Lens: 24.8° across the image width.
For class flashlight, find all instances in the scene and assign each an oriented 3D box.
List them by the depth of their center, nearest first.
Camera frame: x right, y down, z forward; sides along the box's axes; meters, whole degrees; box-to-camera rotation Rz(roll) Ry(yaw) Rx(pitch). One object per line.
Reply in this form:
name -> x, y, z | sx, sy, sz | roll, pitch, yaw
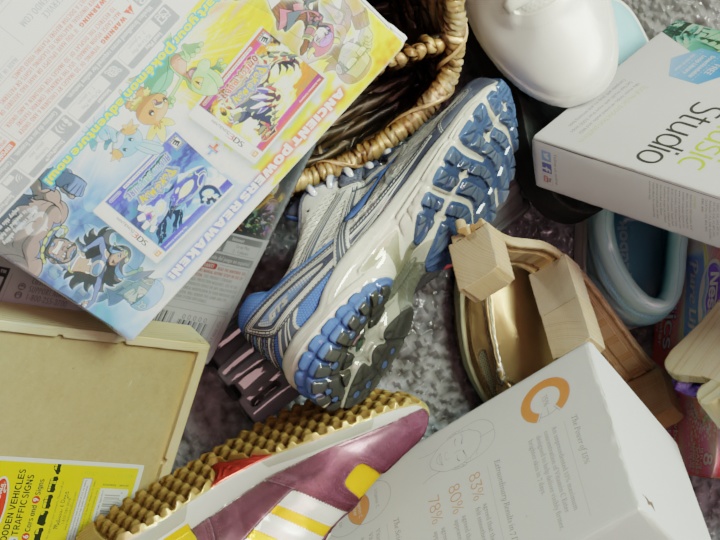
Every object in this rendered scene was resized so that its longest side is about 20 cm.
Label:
flashlight -> 0.000, 0.000, 0.917 | 0.200, 0.068, 0.068 | -38, 89, -8

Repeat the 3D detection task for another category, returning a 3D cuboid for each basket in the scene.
basket -> -0.043, -0.111, 0.862 | 0.200, 0.149, 0.143 | -20, 93, -16

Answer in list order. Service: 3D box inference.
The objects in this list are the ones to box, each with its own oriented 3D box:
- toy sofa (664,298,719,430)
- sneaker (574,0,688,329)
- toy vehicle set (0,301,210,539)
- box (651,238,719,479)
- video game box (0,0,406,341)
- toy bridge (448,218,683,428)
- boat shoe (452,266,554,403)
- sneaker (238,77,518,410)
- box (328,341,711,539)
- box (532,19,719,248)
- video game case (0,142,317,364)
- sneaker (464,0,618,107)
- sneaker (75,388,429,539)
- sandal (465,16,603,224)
toy sofa -> 0.265, 0.020, 0.886 | 0.200, 0.098, 0.083 | -51, 124, -13
sneaker -> 0.160, -0.066, 0.950 | 0.074, 0.082, 0.200 | -9, 91, -16
toy vehicle set -> -0.162, 0.117, 0.831 | 0.124, 0.027, 0.200 | 10, 105, -36
box -> 0.236, 0.024, 0.961 | 0.102, 0.095, 0.200 | 8, 86, -14
video game box -> -0.103, -0.088, 0.737 | 0.200, 0.047, 0.182 | -47, 130, 4
toy bridge -> 0.111, 0.021, 0.895 | 0.027, 0.067, 0.200 | -32, 135, 23
boat shoe -> 0.111, 0.075, 0.934 | 0.072, 0.076, 0.200 | -20, 93, -15
sneaker -> 0.006, -0.030, 0.854 | 0.085, 0.077, 0.200 | 28, 71, 30
box -> 0.070, 0.151, 0.842 | 0.200, 0.124, 0.097 | -33, 123, 17
box -> 0.211, -0.065, 0.848 | 0.144, 0.200, 0.036 | -40, 137, -34
video game case -> -0.123, -0.047, 0.799 | 0.200, 0.023, 0.182 | 13, 113, -37
sneaker -> 0.074, -0.181, 0.856 | 0.075, 0.088, 0.200 | -23, 84, 9
sneaker -> -0.045, 0.132, 0.843 | 0.200, 0.075, 0.090 | -25, 102, -19
sandal -> 0.099, -0.124, 0.925 | 0.075, 0.048, 0.201 | -5, 68, -45
